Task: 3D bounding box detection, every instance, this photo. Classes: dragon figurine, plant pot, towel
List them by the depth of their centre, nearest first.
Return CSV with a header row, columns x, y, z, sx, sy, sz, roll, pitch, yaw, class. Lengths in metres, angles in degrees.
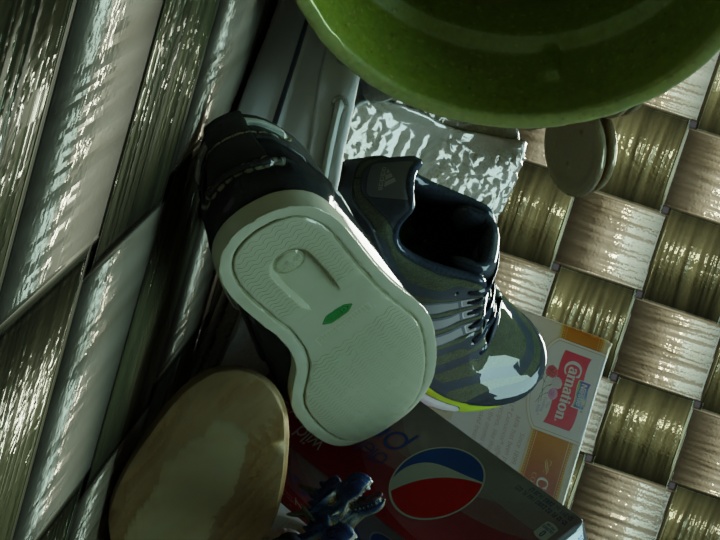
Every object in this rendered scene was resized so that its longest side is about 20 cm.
x,y,z,sx,sy,sz,roll,pitch,yaw,class
0.071,-0.196,0.972,0.185,0.199,0.201,-86,-172,-46,plant pot
-0.027,0.163,1.016,0.059,0.099,0.200,-43,178,-42,dragon figurine
0.000,0.000,1.141,0.034,0.132,0.201,34,-75,55,towel

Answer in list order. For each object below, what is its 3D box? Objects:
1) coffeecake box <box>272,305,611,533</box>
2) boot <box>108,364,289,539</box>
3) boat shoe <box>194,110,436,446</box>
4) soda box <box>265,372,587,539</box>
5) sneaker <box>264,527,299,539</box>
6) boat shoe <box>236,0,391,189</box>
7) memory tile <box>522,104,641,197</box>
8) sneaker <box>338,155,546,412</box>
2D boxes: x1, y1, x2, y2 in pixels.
x,y,z,sx,sy,sz,roll,pitch,yaw,class
0.018,0.083,1.239,0.073,0.199,0.154,128,-18,-74,coffeecake box
-0.075,0.096,1.042,0.144,0.070,0.202,-80,-172,-61,boot
-0.018,0.008,0.952,0.068,0.072,0.200,59,-2,36,boat shoe
0.024,0.109,1.054,0.063,0.200,0.070,-35,130,-20,soda box
-0.054,0.238,1.119,0.200,0.129,0.079,-58,-159,-17,sneaker
-0.009,-0.098,1.018,0.074,0.065,0.201,100,9,-70,boat shoe
0.112,-0.153,1.116,0.154,0.017,0.201,58,-38,37,memory tile
0.039,0.008,1.078,0.200,0.081,0.074,37,51,-45,sneaker
